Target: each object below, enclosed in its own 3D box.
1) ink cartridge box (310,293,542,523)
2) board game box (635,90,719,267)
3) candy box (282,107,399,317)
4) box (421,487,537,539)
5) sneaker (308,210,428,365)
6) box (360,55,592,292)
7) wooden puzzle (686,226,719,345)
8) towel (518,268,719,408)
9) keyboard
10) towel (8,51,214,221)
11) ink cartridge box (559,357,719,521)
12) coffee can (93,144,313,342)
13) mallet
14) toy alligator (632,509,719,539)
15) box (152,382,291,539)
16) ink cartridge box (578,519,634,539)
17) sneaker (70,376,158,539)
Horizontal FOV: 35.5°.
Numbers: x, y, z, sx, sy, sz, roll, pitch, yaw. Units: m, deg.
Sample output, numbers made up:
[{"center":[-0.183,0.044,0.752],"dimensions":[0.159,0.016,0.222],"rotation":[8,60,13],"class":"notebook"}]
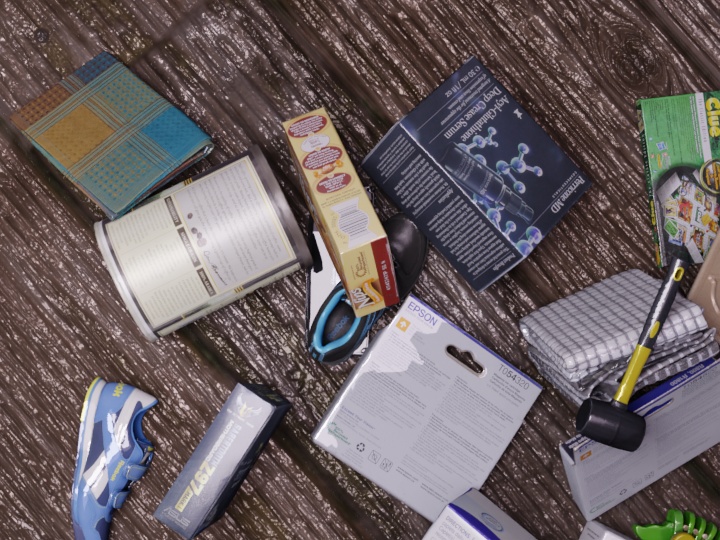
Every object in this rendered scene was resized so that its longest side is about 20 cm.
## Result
[{"center":[0.076,0.162,1.286],"dimensions":[0.196,0.043,0.201],"rotation":[35,84,-7],"class":"ink cartridge box"},{"center":[0.391,-0.109,1.335],"dimensions":[0.104,0.023,0.202],"rotation":[-6,87,-3],"class":"board game box"},{"center":[-0.022,-0.064,1.204],"dimensions":[0.055,0.116,0.201],"rotation":[-20,53,-5],"class":"candy box"},{"center":[0.123,0.373,1.204],"dimensions":[0.184,0.105,0.201],"rotation":[38,104,18],"class":"box"},{"center":[0.012,0.021,1.256],"dimensions":[0.073,0.082,0.201],"rotation":[32,87,7],"class":"sneaker"},{"center":[0.129,-0.107,1.251],"dimensions":[0.200,0.107,0.148],"rotation":[46,57,-1],"class":"box"},{"center":[0.467,0.027,1.298],"dimensions":[0.185,0.046,0.201],"rotation":[35,67,-11],"class":"wooden puzzle"},{"center":[0.279,0.077,1.230],"dimensions":[0.164,0.200,0.086],"rotation":[-22,105,-4],"class":"towel"},{"center":[0.000,0.000,1.309],"dimensions":[0.126,0.021,0.202],"rotation":[2,88,2],"class":"keyboard"},{"center":[-0.276,-0.153,1.244],"dimensions":[0.146,0.022,0.200],"rotation":[-40,63,-22],"class":"towel"},{"center":[0.314,0.176,1.238],"dimensions":[0.199,0.201,0.041],"rotation":[-30,53,-5],"class":"ink cartridge box"},{"center":[-0.170,-0.030,1.236],"dimensions":[0.199,0.146,0.147],"rotation":[-26,89,-4],"class":"coffee can"},{"center":[0.286,0.086,1.111],"dimensions":[0.065,0.041,0.201],"rotation":[27,97,-9],"class":"mallet"},{"center":[0.409,0.324,1.294],"dimensions":[0.199,0.059,0.055],"rotation":[28,86,-2],"class":"toy alligator"},{"center":[-0.141,0.197,1.199],"dimensions":[0.051,0.200,0.158],"rotation":[32,85,4],"class":"box"},{"center":[0.288,0.408,1.270],"dimensions":[0.144,0.084,0.201],"rotation":[26,87,-1],"class":"ink cartridge box"},{"center":[-0.275,0.223,1.255],"dimensions":[0.081,0.074,0.202],"rotation":[7,88,-5],"class":"sneaker"}]
